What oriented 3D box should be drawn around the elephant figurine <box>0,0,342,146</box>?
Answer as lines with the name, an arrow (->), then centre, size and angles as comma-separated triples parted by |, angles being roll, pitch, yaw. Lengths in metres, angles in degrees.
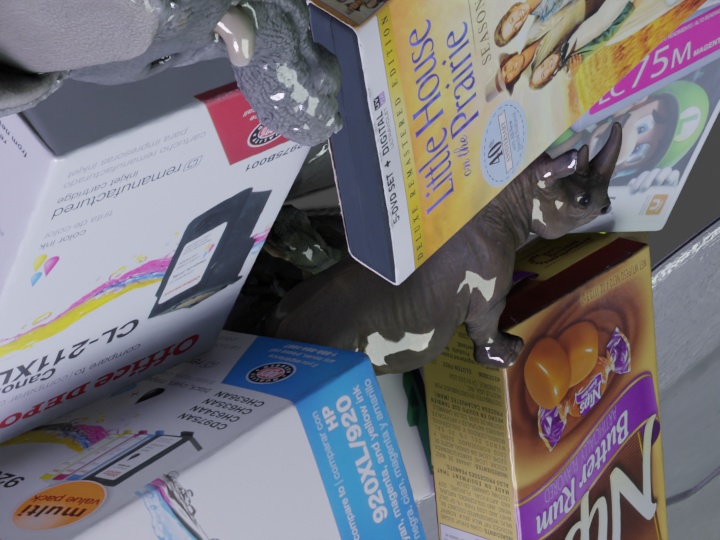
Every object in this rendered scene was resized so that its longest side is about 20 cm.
elephant figurine -> -0.088, -0.107, 0.887 | 0.142, 0.155, 0.200 | -50, 162, -39

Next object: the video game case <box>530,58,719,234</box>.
video game case -> 0.114, -0.103, 1.301 | 0.181, 0.023, 0.201 | -3, 125, -45

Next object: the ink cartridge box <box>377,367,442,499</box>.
ink cartridge box -> -0.003, 0.073, 1.425 | 0.146, 0.085, 0.200 | -14, -179, 45

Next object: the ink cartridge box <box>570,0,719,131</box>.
ink cartridge box -> 0.129, -0.162, 1.207 | 0.119, 0.042, 0.200 | -28, 139, -24

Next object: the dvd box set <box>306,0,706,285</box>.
dvd box set -> 0.064, -0.105, 1.105 | 0.200, 0.029, 0.147 | -42, 147, -25

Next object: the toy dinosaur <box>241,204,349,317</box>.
toy dinosaur -> 0.000, 0.000, 1.363 | 0.088, 0.048, 0.200 | -5, 169, 44

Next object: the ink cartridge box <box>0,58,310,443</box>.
ink cartridge box -> -0.105, -0.030, 1.111 | 0.145, 0.083, 0.200 | -24, 155, -35

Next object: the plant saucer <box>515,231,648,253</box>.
plant saucer -> 0.079, 0.037, 1.617 | 0.200, 0.029, 0.200 | -37, 164, -13

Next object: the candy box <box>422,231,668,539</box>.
candy box -> 0.091, 0.094, 1.374 | 0.117, 0.056, 0.201 | -29, 123, -42

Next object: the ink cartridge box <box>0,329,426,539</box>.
ink cartridge box -> -0.093, 0.132, 1.181 | 0.200, 0.145, 0.147 | -30, -156, -34

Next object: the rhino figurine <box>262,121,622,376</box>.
rhino figurine -> 0.040, 0.000, 1.254 | 0.200, 0.060, 0.088 | -39, 132, -8
